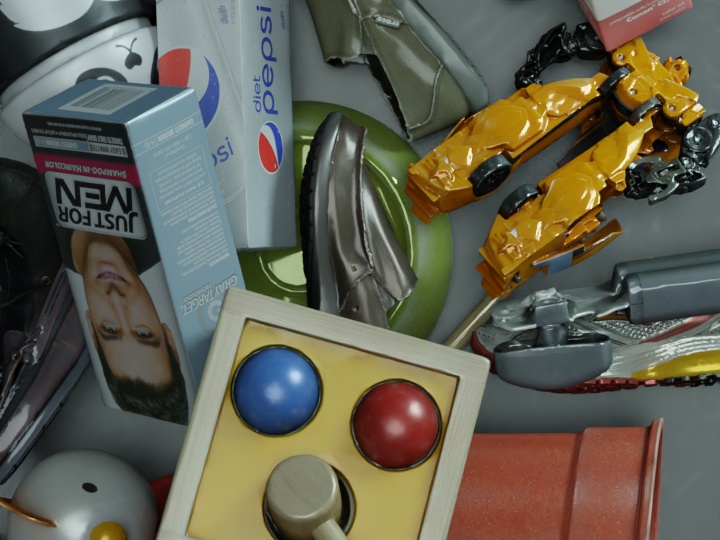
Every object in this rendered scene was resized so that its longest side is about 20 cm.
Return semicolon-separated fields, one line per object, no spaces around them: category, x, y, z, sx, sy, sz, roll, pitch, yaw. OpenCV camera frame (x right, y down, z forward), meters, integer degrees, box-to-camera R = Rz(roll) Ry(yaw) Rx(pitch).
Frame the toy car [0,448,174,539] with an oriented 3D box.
toy car;-0.141;0.165;1.446;0.199;0.177;0.186;14;89;-25

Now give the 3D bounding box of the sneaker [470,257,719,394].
sneaker;0.168;0.036;1.526;0.198;0.078;0.083;-4;82;-6

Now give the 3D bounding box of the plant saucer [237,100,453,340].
plant saucer;-0.039;-0.012;1.539;0.198;0.031;0.202;0;88;4

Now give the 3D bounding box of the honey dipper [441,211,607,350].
honey dipper;0.080;0.025;1.541;0.038;0.038;0.200;44;93;1

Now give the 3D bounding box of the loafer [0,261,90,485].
loafer;-0.198;0.043;1.503;0.063;0.072;0.201;35;72;-5

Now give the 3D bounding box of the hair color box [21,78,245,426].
hair color box;-0.129;-0.010;1.431;0.060;0.099;0.202;-32;119;-38

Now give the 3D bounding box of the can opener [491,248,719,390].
can opener;0.179;0.029;1.472;0.198;0.053;0.067;-8;106;-4

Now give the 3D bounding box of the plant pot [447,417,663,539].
plant pot;0.084;0.183;1.470;0.193;0.201;0.203;5;90;9

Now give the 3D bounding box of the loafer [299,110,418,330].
loafer;0.000;0.000;1.493;0.070;0.073;0.202;-2;93;-7

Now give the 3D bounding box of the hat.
hat;-0.270;0.019;1.516;0.081;0.200;0.202;15;90;42

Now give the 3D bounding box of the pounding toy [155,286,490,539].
pounding toy;-0.014;0.133;1.327;0.183;0.142;0.202;15;76;1

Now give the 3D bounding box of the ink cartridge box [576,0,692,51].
ink cartridge box;0.140;-0.241;1.445;0.067;0.200;0.117;-27;60;2

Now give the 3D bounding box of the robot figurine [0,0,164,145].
robot figurine;-0.202;-0.173;1.502;0.149;0.125;0.201;-29;89;6

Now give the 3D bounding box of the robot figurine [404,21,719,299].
robot figurine;0.133;-0.075;1.498;0.199;0.058;0.145;-34;69;-20

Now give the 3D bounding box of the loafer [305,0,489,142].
loafer;-0.002;-0.165;1.523;0.070;0.075;0.200;-41;89;-4

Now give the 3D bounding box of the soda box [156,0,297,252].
soda box;-0.085;-0.112;1.486;0.063;0.068;0.202;-2;91;27
